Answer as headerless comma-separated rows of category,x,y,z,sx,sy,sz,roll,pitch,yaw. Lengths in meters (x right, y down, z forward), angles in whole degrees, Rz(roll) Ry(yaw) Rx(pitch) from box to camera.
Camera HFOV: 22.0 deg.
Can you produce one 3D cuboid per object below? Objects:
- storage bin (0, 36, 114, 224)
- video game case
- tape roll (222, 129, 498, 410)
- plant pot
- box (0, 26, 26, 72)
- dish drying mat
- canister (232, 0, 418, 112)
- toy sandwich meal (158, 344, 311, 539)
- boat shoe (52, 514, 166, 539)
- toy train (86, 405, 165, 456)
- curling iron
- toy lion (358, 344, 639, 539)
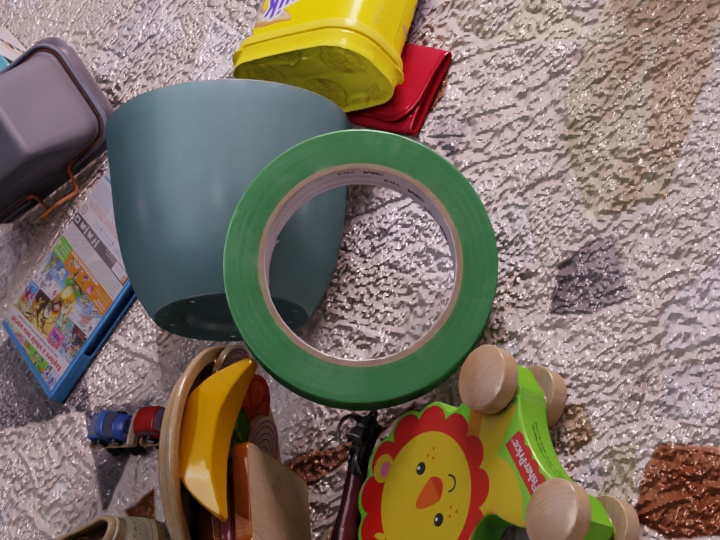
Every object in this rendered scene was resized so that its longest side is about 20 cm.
storage bin,-0.352,-0.111,1.788,0.200,0.134,0.146,-33,92,29
video game case,-0.254,0.007,1.733,0.200,0.018,0.143,-54,41,8
tape roll,0.000,0.000,1.349,0.199,0.048,0.202,0,79,0
plant pot,-0.103,-0.037,1.471,0.200,0.200,0.162,-19,65,39
box,-0.383,-0.217,1.952,0.049,0.082,0.200,-55,39,8
dish drying mat,-0.006,-0.163,1.571,0.199,0.018,0.077,17,80,50
canister,-0.013,-0.238,1.554,0.148,0.086,0.201,-7,55,41
toy sandwich meal,-0.081,0.153,1.350,0.070,0.205,0.206,-6,61,21
boat shoe,-0.248,0.250,1.547,0.200,0.063,0.074,-34,47,30
toy train,-0.164,0.132,1.542,0.199,0.046,0.034,-9,61,44
curling iron,-0.017,0.197,1.350,0.025,0.050,0.201,8,81,23
toy lion,0.076,0.165,1.265,0.192,0.068,0.200,-50,41,23
